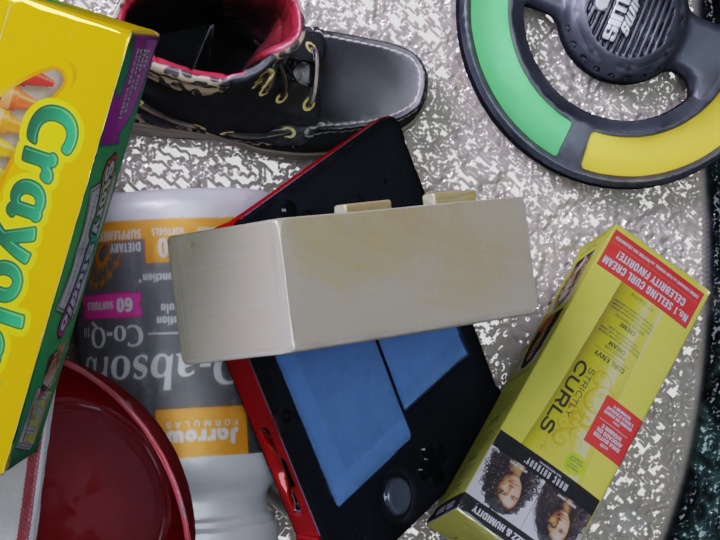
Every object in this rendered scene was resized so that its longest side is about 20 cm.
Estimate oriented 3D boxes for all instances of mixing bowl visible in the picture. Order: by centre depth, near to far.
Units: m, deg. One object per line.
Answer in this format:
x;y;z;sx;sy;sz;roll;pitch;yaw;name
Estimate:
-0.160;0.124;1.079;0.198;0.108;0.202;2;99;14;mixing bowl

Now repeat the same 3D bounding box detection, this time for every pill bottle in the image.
-0.095;0.059;1.174;0.115;0.116;0.202;-3;88;-10;pill bottle

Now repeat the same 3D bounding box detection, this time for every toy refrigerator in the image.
0.000;0.000;1.100;0.199;0.075;0.071;-6;89;-50;toy refrigerator

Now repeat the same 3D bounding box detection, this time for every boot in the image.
-0.050;-0.112;1.169;0.198;0.151;0.074;5;80;-9;boot

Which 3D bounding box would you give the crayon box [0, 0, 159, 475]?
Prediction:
-0.201;-0.035;0.964;0.171;0.058;0.202;18;98;9;crayon box

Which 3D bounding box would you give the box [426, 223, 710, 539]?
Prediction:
0.118;0.076;1.215;0.075;0.050;0.201;36;64;-6;box

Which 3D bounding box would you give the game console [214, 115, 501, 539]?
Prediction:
0.001;0.039;1.171;0.177;0.031;0.202;-36;112;-41;game console

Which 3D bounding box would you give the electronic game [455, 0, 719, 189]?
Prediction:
0.152;-0.148;1.262;0.198;0.042;0.202;0;88;-9;electronic game

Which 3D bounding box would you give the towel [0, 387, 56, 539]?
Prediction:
-0.238;0.056;1.021;0.198;0.023;0.146;10;99;10;towel
